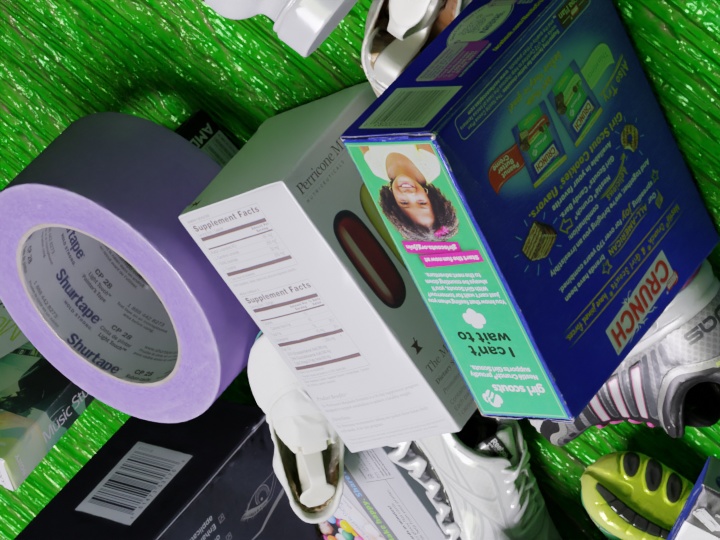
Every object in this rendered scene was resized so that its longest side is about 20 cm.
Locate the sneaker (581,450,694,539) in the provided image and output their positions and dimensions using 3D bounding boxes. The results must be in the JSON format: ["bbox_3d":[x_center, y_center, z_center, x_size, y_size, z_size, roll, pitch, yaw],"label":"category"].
[{"bbox_3d":[0.227,0.185,1.684,0.200,0.074,0.084,39,171,-3],"label":"sneaker"}]

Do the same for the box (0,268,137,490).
[{"bbox_3d":[-0.248,0.063,1.875,0.144,0.200,0.036,14,140,32],"label":"box"}]

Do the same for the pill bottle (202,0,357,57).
[{"bbox_3d":[-0.081,-0.221,1.492,0.200,0.113,0.113,40,145,0],"label":"pill bottle"}]

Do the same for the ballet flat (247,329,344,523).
[{"bbox_3d":[-0.034,0.108,1.748,0.069,0.070,0.201,27,152,20],"label":"ballet flat"}]

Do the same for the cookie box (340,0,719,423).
[{"bbox_3d":[0.100,-0.044,1.459,0.075,0.171,0.201,2,129,45],"label":"cookie box"}]

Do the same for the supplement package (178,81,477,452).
[{"bbox_3d":[0.000,0.000,1.646,0.109,0.114,0.200,-16,117,47],"label":"supplement package"}]

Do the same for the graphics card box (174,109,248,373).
[{"bbox_3d":[-0.080,-0.004,1.775,0.200,0.051,0.125,45,145,-6],"label":"graphics card box"}]

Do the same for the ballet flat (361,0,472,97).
[{"bbox_3d":[0.029,-0.146,1.510,0.067,0.062,0.201,33,144,12],"label":"ballet flat"}]

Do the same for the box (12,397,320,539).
[{"bbox_3d":[-0.133,0.227,1.874,0.117,0.197,0.201,11,134,38],"label":"box"}]

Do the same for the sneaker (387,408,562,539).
[{"bbox_3d":[0.089,0.146,1.763,0.081,0.075,0.200,-23,112,42],"label":"sneaker"}]

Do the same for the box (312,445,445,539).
[{"bbox_3d":[-0.006,0.174,1.902,0.199,0.041,0.156,-12,118,50],"label":"box"}]

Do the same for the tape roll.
[{"bbox_3d":[-0.152,-0.001,1.730,0.199,0.085,0.201,24,141,22],"label":"tape roll"}]

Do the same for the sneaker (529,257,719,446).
[{"bbox_3d":[0.177,0.071,1.590,0.088,0.074,0.200,47,140,2],"label":"sneaker"}]

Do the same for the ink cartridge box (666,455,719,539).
[{"bbox_3d":[0.285,0.202,1.596,0.199,0.044,0.094,25,118,3],"label":"ink cartridge box"}]
